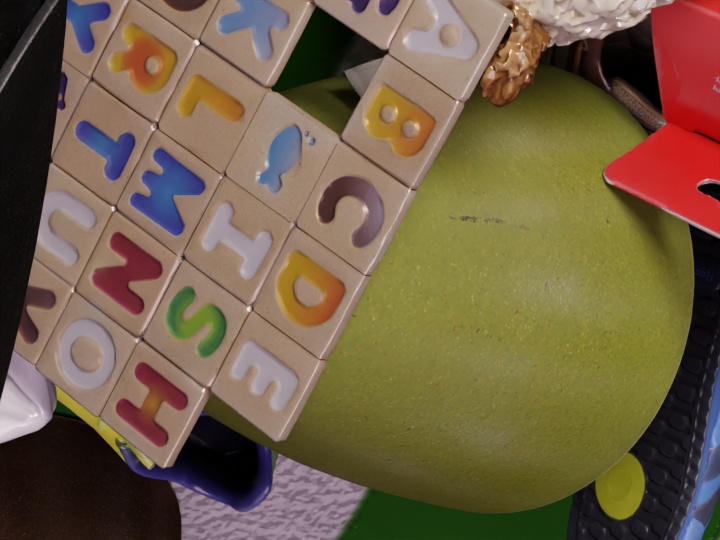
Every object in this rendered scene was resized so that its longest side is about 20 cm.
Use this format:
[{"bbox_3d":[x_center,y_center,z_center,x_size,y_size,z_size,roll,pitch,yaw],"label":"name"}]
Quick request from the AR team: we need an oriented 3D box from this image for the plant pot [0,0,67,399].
[{"bbox_3d":[-0.205,0.013,0.830,0.200,0.200,0.178,2,116,5],"label":"plant pot"}]

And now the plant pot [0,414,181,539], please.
[{"bbox_3d":[-0.163,0.201,1.160,0.186,0.200,0.187,-7,135,-7],"label":"plant pot"}]

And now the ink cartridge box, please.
[{"bbox_3d":[0.193,-0.091,0.958,0.200,0.116,0.067,-38,136,-27],"label":"ink cartridge box"}]

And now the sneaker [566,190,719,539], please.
[{"bbox_3d":[0.152,0.064,1.106,0.078,0.066,0.200,10,99,-43],"label":"sneaker"}]

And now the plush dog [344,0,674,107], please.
[{"bbox_3d":[0.047,-0.165,0.879,0.200,0.161,0.172,-5,117,27],"label":"plush dog"}]

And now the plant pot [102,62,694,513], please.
[{"bbox_3d":[0.000,0.000,0.966,0.187,0.187,0.200,-40,157,24],"label":"plant pot"}]

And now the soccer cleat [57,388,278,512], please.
[{"bbox_3d":[-0.108,0.042,1.101,0.065,0.084,0.200,-39,129,24],"label":"soccer cleat"}]

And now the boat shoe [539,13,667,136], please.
[{"bbox_3d":[0.116,-0.080,1.045,0.072,0.072,0.200,-7,135,-7],"label":"boat shoe"}]

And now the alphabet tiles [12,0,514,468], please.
[{"bbox_3d":[-0.058,-0.042,0.877,0.008,0.167,0.200,1,120,-61],"label":"alphabet tiles"}]

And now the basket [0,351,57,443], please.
[{"bbox_3d":[-0.223,0.012,0.988,0.200,0.123,0.136,-14,98,2],"label":"basket"}]
